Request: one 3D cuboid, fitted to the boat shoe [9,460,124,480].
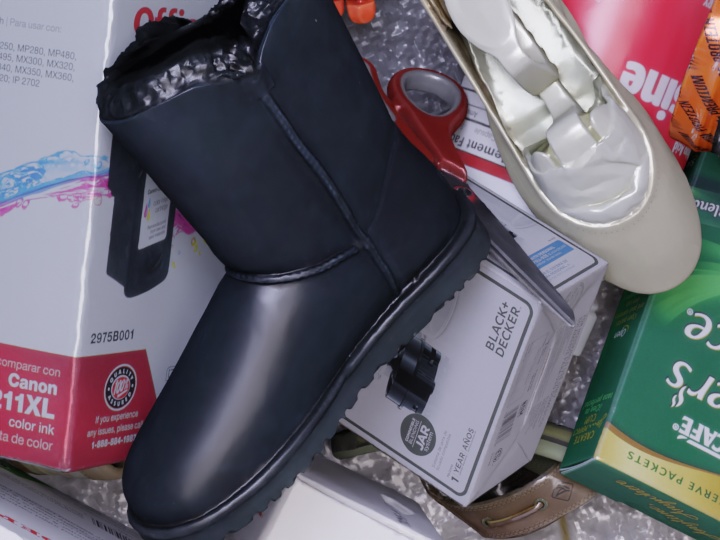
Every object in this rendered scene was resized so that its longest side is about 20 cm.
[{"bbox_3d":[-0.134,-0.002,1.245,0.072,0.065,0.201,-15,105,-50],"label":"boat shoe"}]

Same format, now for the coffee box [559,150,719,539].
[{"bbox_3d":[0.183,0.029,1.277,0.123,0.044,0.201,28,70,-13],"label":"coffee box"}]

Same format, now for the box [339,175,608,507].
[{"bbox_3d":[0.000,0.000,1.211,0.199,0.060,0.117,31,123,22],"label":"box"}]

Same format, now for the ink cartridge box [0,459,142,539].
[{"bbox_3d":[-0.151,0.147,1.201,0.146,0.200,0.085,29,91,-8],"label":"ink cartridge box"}]

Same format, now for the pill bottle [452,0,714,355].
[{"bbox_3d":[0.099,-0.069,1.259,0.112,0.112,0.201,20,93,-9],"label":"pill bottle"}]

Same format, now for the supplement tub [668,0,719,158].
[{"bbox_3d":[0.241,-0.065,1.161,0.199,0.122,0.123,23,92,10],"label":"supplement tub"}]

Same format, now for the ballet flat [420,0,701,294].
[{"bbox_3d":[0.080,-0.075,1.171,0.069,0.069,0.201,-34,88,-3],"label":"ballet flat"}]

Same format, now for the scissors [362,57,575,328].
[{"bbox_3d":[0.032,-0.036,1.166,0.073,0.200,0.014,5,125,-22],"label":"scissors"}]

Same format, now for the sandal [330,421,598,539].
[{"bbox_3d":[0.084,0.103,1.287,0.200,0.080,0.058,12,82,-9],"label":"sandal"}]

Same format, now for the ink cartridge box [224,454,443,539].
[{"bbox_3d":[-0.048,0.186,1.247,0.084,0.146,0.201,27,90,-7],"label":"ink cartridge box"}]

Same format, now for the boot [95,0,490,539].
[{"bbox_3d":[-0.057,-0.010,1.067,0.200,0.076,0.168,-46,123,-11],"label":"boot"}]

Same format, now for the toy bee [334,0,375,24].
[{"bbox_3d":[-0.014,-0.174,1.239,0.200,0.131,0.109,-38,134,-19],"label":"toy bee"}]

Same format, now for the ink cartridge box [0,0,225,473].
[{"bbox_3d":[-0.106,-0.028,1.132,0.082,0.146,0.201,11,98,28],"label":"ink cartridge box"}]
